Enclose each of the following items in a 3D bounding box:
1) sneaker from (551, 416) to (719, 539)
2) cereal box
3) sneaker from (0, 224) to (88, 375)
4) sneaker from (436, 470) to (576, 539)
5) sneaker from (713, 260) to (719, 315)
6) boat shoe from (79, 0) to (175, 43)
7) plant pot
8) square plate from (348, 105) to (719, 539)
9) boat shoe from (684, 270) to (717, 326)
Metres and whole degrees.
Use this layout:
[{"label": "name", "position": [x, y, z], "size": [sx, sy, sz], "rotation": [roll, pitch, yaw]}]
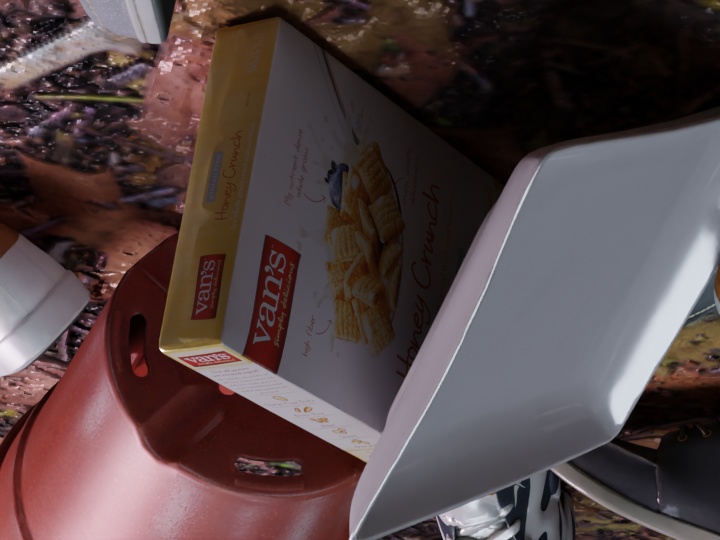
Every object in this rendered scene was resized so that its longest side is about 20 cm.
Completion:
[{"label": "sneaker", "position": [0.197, 0.098, 1.318], "size": [0.199, 0.107, 0.075], "rotation": [24, -177, 18]}, {"label": "cereal box", "position": [0.000, 0.000, 1.018], "size": [0.039, 0.145, 0.200], "rotation": [-6, 156, 35]}, {"label": "sneaker", "position": [-0.201, 0.014, 1.160], "size": [0.085, 0.073, 0.200], "rotation": [44, 149, -11]}, {"label": "sneaker", "position": [0.079, 0.172, 1.394], "size": [0.079, 0.130, 0.199], "rotation": [-4, 154, 11]}, {"label": "sneaker", "position": [0.250, -0.011, 1.033], "size": [0.199, 0.073, 0.085], "rotation": [-19, 156, 9]}, {"label": "boat shoe", "position": [-0.102, -0.150, 0.799], "size": [0.064, 0.075, 0.202], "rotation": [2, 151, 13]}, {"label": "plant pot", "position": [-0.074, 0.088, 1.178], "size": [0.200, 0.202, 0.195], "rotation": [9, 145, -15]}, {"label": "square plate", "position": [0.086, 0.012, 0.995], "size": [0.198, 0.028, 0.201], "rotation": [-15, 138, -49]}, {"label": "boat shoe", "position": [0.124, 0.034, 1.179], "size": [0.073, 0.062, 0.200], "rotation": [19, 150, -32]}]
